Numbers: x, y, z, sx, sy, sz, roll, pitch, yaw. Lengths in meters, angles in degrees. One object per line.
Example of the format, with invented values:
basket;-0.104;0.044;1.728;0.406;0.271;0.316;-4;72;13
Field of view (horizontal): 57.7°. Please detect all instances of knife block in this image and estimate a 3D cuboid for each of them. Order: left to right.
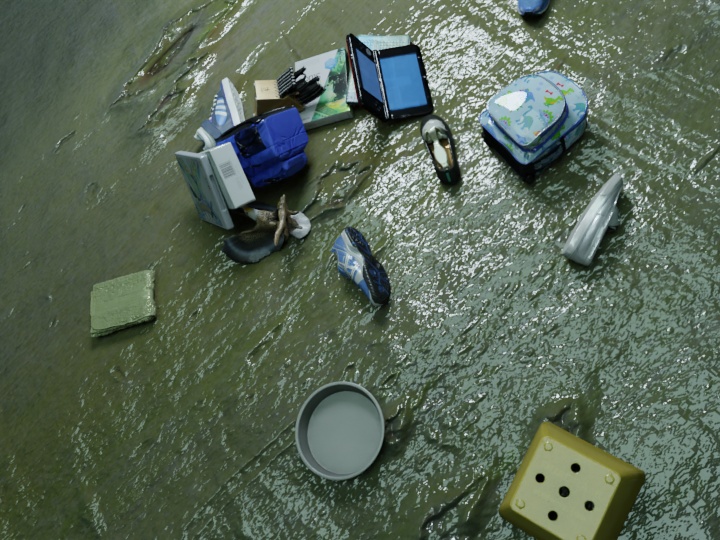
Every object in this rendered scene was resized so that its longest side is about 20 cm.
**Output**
knife block;-0.183;-0.431;1.667;0.175;0.200;0.064;-4;64;-12

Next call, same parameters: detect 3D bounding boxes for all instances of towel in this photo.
towel;-0.614;0.084;1.684;0.200;0.036;0.149;-17;65;15
towel;0.044;-0.501;1.638;0.146;0.022;0.201;5;73;9

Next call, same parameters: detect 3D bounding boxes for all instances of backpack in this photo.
backpack;-0.247;-0.292;1.598;0.200;0.162;0.168;-11;102;34
backpack;0.376;-0.324;1.389;0.200;0.147;0.183;-38;64;2

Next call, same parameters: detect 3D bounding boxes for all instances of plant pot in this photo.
plant pot;0.354;0.383;1.119;0.200;0.176;0.200;25;82;27

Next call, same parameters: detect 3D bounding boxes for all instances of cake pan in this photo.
cake pan;-0.040;0.335;1.367;0.200;0.037;0.201;-7;69;18

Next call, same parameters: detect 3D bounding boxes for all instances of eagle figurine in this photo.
eagle figurine;-0.238;-0.113;1.579;0.200;0.151;0.152;-17;17;46

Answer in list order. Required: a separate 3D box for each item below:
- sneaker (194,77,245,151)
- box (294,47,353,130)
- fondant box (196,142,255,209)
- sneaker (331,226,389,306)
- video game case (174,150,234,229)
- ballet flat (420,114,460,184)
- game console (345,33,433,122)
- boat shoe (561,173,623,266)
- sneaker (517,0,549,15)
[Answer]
sneaker;-0.391;-0.410;1.754;0.146;0.081;0.200;-20;70;9
box;-0.095;-0.468;1.687;0.144;0.036;0.201;-12;69;17
fondant box;-0.335;-0.222;1.568;0.058;0.145;0.200;-29;17;-23
sneaker;0.000;0.000;1.467;0.077;0.076;0.200;-42;59;28
video game case;-0.381;-0.197;1.586;0.022;0.183;0.200;-28;25;-24
ballet flat;0.181;-0.291;1.495;0.068;0.068;0.200;-24;64;12
game console;0.068;-0.470;1.556;0.118;0.172;0.201;-21;69;29
boat shoe;0.483;-0.100;1.313;0.068;0.072;0.200;32;77;6
sneaker;0.412;-0.693;1.543;0.078;0.089;0.201;8;74;25
